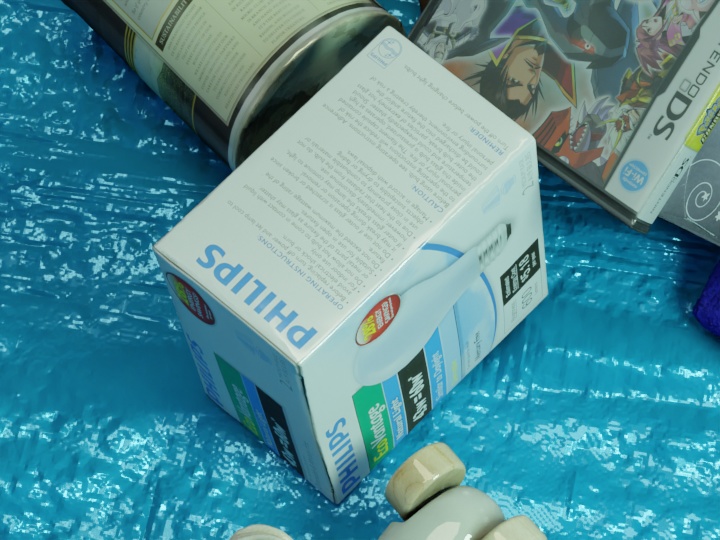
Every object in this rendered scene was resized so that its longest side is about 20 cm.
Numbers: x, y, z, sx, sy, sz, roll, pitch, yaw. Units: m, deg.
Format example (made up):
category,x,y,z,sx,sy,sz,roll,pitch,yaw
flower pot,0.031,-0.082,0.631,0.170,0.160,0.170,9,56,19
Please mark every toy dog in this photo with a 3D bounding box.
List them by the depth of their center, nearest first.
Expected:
category,x,y,z,sx,sy,sz,roll,pitch,yaw
toy dog,0.021,0.193,1.606,0.199,0.096,0.133,-25,64,8

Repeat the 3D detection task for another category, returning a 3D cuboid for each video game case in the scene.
category,x,y,z,sx,sy,sz,roll,pitch,yaw
video game case,0.139,-0.150,1.592,0.200,0.025,0.181,37,100,30

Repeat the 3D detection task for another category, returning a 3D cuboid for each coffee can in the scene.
category,x,y,z,sx,sy,sz,roll,pitch,yaw
coffee can,-0.087,-0.170,1.765,0.146,0.147,0.200,-38,65,-15

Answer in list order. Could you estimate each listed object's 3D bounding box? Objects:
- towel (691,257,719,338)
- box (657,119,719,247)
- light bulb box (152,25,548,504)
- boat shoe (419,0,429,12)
category,x,y,z,sx,sy,sz,roll,pitch,yaw
towel,0.300,0.007,1.629,0.200,0.049,0.148,33,92,46
box,0.214,-0.128,1.646,0.115,0.132,0.201,34,99,45
light bulb box,0.000,0.000,1.636,0.125,0.199,0.200,39,72,24
boat shoe,0.066,-0.176,1.799,0.075,0.075,0.202,-42,66,-10
